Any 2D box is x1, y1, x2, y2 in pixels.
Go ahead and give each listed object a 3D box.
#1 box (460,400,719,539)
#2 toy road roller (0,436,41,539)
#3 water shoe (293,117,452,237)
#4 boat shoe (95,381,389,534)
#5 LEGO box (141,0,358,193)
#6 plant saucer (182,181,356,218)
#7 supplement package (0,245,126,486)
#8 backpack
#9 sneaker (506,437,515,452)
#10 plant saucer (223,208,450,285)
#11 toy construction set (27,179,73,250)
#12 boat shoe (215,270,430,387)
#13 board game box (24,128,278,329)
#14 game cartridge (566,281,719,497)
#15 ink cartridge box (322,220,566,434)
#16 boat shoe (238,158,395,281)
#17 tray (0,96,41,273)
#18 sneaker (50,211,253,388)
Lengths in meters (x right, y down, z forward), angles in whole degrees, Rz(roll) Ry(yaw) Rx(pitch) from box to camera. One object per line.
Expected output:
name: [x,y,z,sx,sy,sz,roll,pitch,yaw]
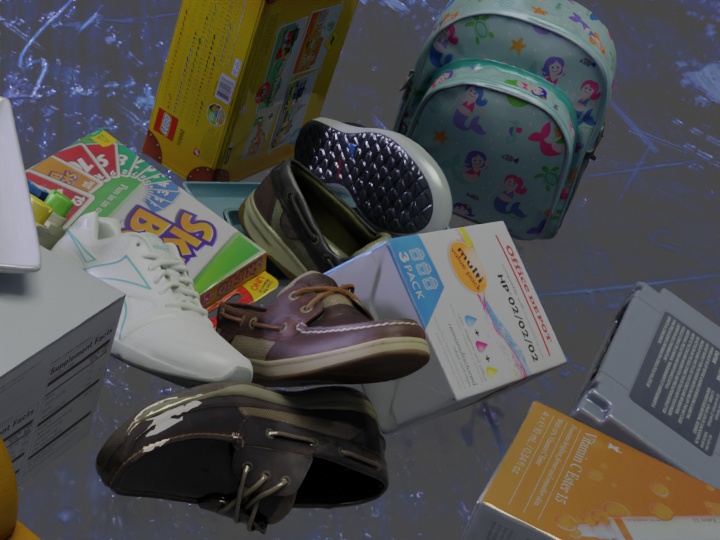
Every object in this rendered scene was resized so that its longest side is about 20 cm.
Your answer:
box: [0.161,0.185,0.973,0.200,0.098,0.124,25,31,9]
toy road roller: [-0.200,0.149,0.769,0.200,0.146,0.123,33,33,21]
water shoe: [0.026,-0.077,1.245,0.079,0.072,0.200,3,18,-34]
boat shoe: [-0.060,0.114,0.977,0.200,0.075,0.073,-3,47,-36]
LEGO box: [-0.083,-0.180,1.321,0.077,0.200,0.149,32,32,20]
plant saucer: [-0.044,-0.046,1.309,0.200,0.019,0.070,-2,37,-33]
supplement package: [-0.269,0.038,0.946,0.200,0.111,0.156,29,31,14]
backpack: [0.121,-0.136,1.372,0.177,0.200,0.151,22,30,2]
sneaker: [0.174,0.114,1.124,0.200,0.071,0.113,13,34,-28]
plant saucer: [-0.010,-0.017,1.255,0.200,0.019,0.070,-1,51,-34]
toy construction set: [-0.273,-0.066,1.102,0.200,0.092,0.131,51,9,22]
boat shoe: [-0.032,0.035,1.023,0.072,0.072,0.200,5,-8,-34]
board game box: [-0.159,-0.026,1.177,0.200,0.030,0.095,38,53,24]
game cartridge: [0.218,0.090,1.096,0.133,0.042,0.200,40,31,1]
ink cartridge box: [0.069,0.033,1.122,0.200,0.068,0.115,-11,76,-57]
boat shoe: [0.000,-0.001,1.178,0.201,0.066,0.072,42,36,7]
tray: [-0.255,-0.054,0.972,0.107,0.022,0.200,7,32,-23]
sneaker: [-0.138,0.019,1.036,0.200,0.080,0.070,27,-2,37]
